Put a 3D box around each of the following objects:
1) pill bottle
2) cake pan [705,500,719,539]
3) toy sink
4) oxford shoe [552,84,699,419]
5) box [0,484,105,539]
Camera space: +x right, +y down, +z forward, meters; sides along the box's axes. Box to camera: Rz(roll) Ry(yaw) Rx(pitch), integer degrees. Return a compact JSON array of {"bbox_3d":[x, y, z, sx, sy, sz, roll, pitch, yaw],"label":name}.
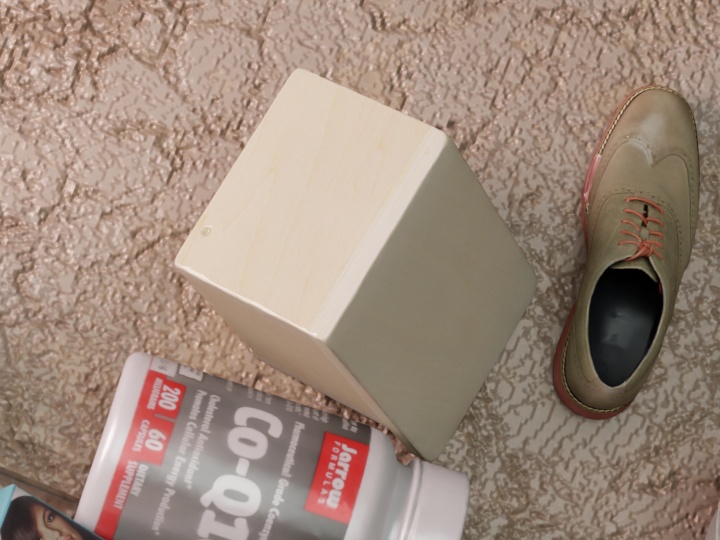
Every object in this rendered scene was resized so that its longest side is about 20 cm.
[{"bbox_3d":[-0.048,0.126,1.427,0.200,0.114,0.114,18,79,-4],"label":"pill bottle"},{"bbox_3d":[0.269,0.186,1.456,0.200,0.037,0.200,18,52,-25],"label":"cake pan"},{"bbox_3d":[0.000,0.000,1.444,0.112,0.200,0.130,26,78,27],"label":"toy sink"},{"bbox_3d":[0.163,-0.014,1.498,0.070,0.075,0.200,11,79,-5],"label":"oxford shoe"},{"bbox_3d":[-0.130,0.200,1.389,0.200,0.049,0.082,35,53,-25],"label":"box"}]
